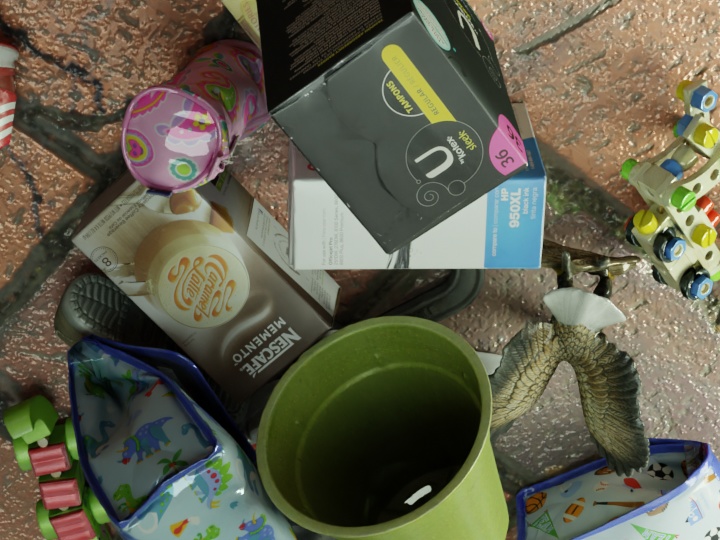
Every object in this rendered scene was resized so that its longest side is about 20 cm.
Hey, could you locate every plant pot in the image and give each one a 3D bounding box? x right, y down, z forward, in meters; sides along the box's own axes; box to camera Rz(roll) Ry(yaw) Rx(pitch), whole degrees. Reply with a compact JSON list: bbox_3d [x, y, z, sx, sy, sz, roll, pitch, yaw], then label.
[{"bbox_3d":[0.039,0.174,1.539,0.199,0.201,0.190,-20,140,9],"label":"plant pot"}]

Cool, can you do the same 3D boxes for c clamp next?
[{"bbox_3d":[0.000,0.000,1.593,0.199,0.027,0.172,-22,118,10],"label":"c clamp"}]

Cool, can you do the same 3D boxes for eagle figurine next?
[{"bbox_3d":[0.176,0.079,1.581,0.150,0.151,0.202,4,101,-39],"label":"eagle figurine"}]

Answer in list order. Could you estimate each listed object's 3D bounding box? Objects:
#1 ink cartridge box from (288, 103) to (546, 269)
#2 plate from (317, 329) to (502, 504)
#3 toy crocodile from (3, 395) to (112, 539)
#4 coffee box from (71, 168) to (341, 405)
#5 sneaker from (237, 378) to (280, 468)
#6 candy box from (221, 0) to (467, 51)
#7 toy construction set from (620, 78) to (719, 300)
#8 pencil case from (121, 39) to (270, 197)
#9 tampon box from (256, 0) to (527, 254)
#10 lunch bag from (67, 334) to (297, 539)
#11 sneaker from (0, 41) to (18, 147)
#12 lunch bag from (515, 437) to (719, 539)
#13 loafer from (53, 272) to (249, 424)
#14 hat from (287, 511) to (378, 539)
[{"bbox_3d":[0.041,-0.069,1.487,0.198,0.145,0.085,-1,119,-3],"label":"ink cartridge box"},{"bbox_3d":[0.020,0.151,1.644,0.198,0.032,0.201,10,120,-29],"label":"plate"},{"bbox_3d":[-0.267,0.194,1.673,0.067,0.062,0.201,-12,120,4],"label":"toy crocodile"},{"bbox_3d":[-0.124,-0.005,1.539,0.114,0.080,0.200,-40,106,19],"label":"coffee box"},{"bbox_3d":[-0.114,0.177,1.665,0.199,0.077,0.082,-28,124,14],"label":"sneaker"},{"bbox_3d":[0.004,-0.231,1.443,0.199,0.055,0.116,-32,118,14],"label":"candy box"},{"bbox_3d":[0.290,-0.051,1.547,0.131,0.092,0.200,-50,122,-7],"label":"toy construction set"},{"bbox_3d":[-0.119,-0.119,1.419,0.087,0.200,0.088,3,108,9],"label":"pencil case"},{"bbox_3d":[0.020,-0.144,1.347,0.126,0.201,0.150,-33,121,15],"label":"tampon box"},{"bbox_3d":[-0.155,0.158,1.519,0.127,0.200,0.171,-37,133,-7],"label":"lunch bag"},{"bbox_3d":[-0.367,-0.124,1.454,0.198,0.078,0.117,0,91,-1],"label":"sneaker"},{"bbox_3d":[0.263,0.252,1.697,0.199,0.124,0.170,-25,118,20],"label":"lunch bag"},{"bbox_3d":[-0.182,0.072,1.611,0.200,0.076,0.069,37,143,-21],"label":"loafer"},{"bbox_3d":[-0.076,0.265,1.658,0.199,0.082,0.201,-3,158,-1],"label":"hat"}]
